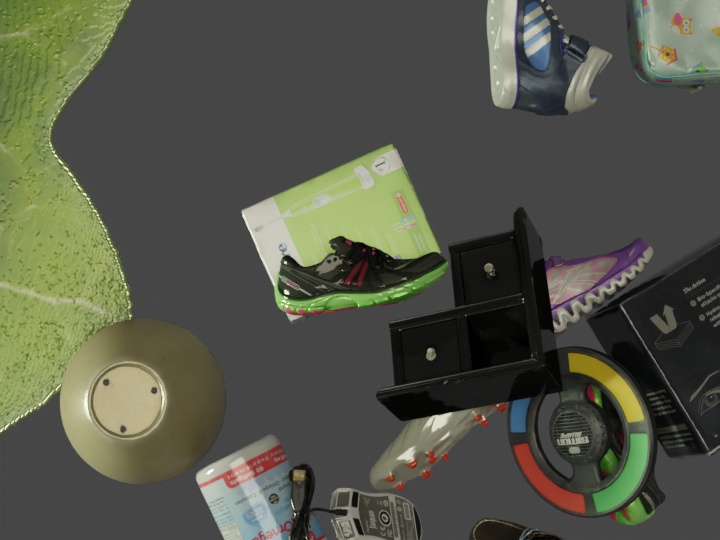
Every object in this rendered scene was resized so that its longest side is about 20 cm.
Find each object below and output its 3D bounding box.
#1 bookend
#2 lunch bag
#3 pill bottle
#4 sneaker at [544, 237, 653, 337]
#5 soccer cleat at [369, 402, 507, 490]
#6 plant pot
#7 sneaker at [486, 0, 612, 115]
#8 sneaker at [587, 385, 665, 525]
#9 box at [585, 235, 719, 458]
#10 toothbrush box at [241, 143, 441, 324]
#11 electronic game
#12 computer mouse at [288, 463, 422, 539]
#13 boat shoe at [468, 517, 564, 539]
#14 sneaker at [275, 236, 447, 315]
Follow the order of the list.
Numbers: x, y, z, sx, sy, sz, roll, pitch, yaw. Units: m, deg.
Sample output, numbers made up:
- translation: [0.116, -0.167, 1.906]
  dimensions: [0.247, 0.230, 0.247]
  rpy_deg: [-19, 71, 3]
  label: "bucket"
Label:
- translation: [0.119, 0.053, 1.497]
  dimensions: [0.198, 0.092, 0.201]
  rpy_deg: [-12, 62, 18]
  label: "bookend"
- translation: [0.414, -0.321, 1.590]
  dimensions: [0.160, 0.077, 0.201]
  rpy_deg: [-4, 84, -3]
  label: "lunch bag"
- translation: [-0.104, 0.302, 1.498]
  dimensions: [0.108, 0.109, 0.201]
  rpy_deg: [-27, 86, -4]
  label: "pill bottle"
- translation: [0.260, 0.012, 1.555]
  dimensions: [0.200, 0.081, 0.089]
  rpy_deg: [-34, 78, -3]
  label: "sneaker"
- translation: [0.086, 0.186, 1.542]
  dimensions: [0.200, 0.069, 0.078]
  rpy_deg: [-39, 57, 2]
  label: "soccer cleat"
- translation: [-0.261, 0.151, 1.497]
  dimensions: [0.199, 0.134, 0.201]
  rpy_deg: [0, 83, -1]
  label: "plant pot"
- translation: [0.237, -0.289, 1.587]
  dimensions: [0.146, 0.081, 0.201]
  rpy_deg: [2, 81, -9]
  label: "sneaker"
- translation: [0.306, 0.203, 1.546]
  dimensions: [0.083, 0.077, 0.201]
  rpy_deg: [-13, 81, -31]
  label: "sneaker"
- translation: [0.410, 0.085, 1.515]
  dimensions: [0.196, 0.117, 0.201]
  rpy_deg: [-30, 86, -15]
  label: "box"
- translation: [-0.023, -0.042, 1.546]
  dimensions: [0.199, 0.086, 0.146]
  rpy_deg: [-25, 86, -4]
  label: "toothbrush box"
- translation: [0.256, 0.189, 1.499]
  dimensions: [0.199, 0.042, 0.201]
  rpy_deg: [6, 98, 41]
  label: "electronic game"
- translation: [-0.010, 0.293, 1.494]
  dimensions: [0.199, 0.044, 0.110]
  rpy_deg: [21, 49, -38]
  label: "computer mouse"
- translation: [0.208, 0.330, 1.482]
  dimensions: [0.199, 0.073, 0.072]
  rpy_deg: [21, 61, 33]
  label: "boat shoe"
- translation: [0.000, 0.000, 1.453]
  dimensions: [0.199, 0.077, 0.084]
  rpy_deg: [-8, 87, 1]
  label: "sneaker"
